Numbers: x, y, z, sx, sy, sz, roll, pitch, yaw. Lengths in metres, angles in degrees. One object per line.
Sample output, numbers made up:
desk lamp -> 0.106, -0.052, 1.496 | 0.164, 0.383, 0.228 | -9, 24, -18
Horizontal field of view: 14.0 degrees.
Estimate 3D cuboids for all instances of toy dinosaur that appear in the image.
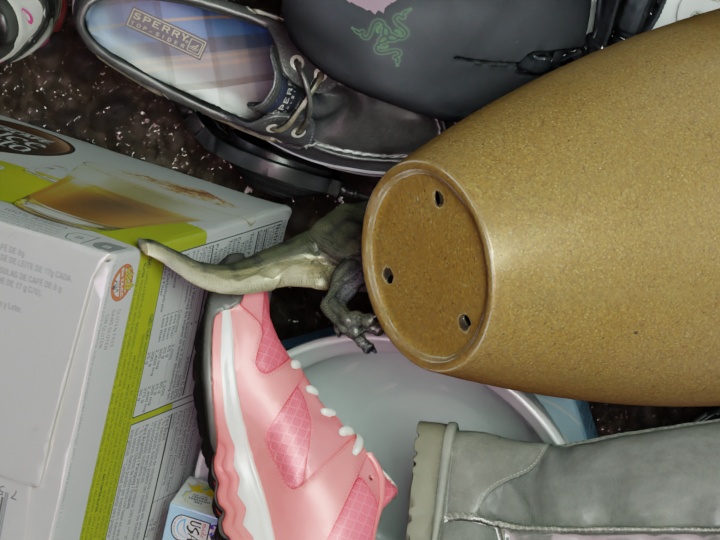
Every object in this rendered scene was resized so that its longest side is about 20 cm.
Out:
toy dinosaur -> 0.000, 0.000, 1.348 | 0.088, 0.200, 0.047 | 52, 139, 28

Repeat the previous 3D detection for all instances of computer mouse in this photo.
computer mouse -> 0.059, -0.112, 1.346 | 0.200, 0.053, 0.139 | 6, 126, -33

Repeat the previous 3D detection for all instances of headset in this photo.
headset -> -0.010, -0.081, 1.476 | 0.123, 0.094, 0.200 | -41, 80, 14

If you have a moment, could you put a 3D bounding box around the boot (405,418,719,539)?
boot -> 0.119, 0.148, 1.325 | 0.200, 0.073, 0.182 | 4, 81, 4

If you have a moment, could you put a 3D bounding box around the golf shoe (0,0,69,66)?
golf shoe -> -0.252, -0.126, 1.477 | 0.200, 0.092, 0.073 | -10, 103, 12

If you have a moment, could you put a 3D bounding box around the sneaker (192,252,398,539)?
sneaker -> -0.029, 0.089, 1.360 | 0.087, 0.074, 0.200 | -7, 82, -9

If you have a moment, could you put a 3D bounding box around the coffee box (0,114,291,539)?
coffee box -> -0.178, 0.045, 1.432 | 0.199, 0.198, 0.200 | 18, 105, 20

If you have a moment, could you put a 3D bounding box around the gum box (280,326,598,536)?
gum box -> 0.044, 0.117, 1.517 | 0.170, 0.045, 0.200 | -16, 100, 13

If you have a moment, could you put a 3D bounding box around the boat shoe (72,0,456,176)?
boat shoe -> -0.045, -0.094, 1.390 | 0.200, 0.066, 0.070 | 26, 106, -4

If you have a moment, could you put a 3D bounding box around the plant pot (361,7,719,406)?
plant pot -> 0.106, -0.014, 1.304 | 0.186, 0.200, 0.187 | 19, 115, 50

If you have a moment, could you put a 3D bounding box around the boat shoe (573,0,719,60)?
boat shoe -> 0.177, -0.108, 1.432 | 0.200, 0.067, 0.074 | 20, 105, 3

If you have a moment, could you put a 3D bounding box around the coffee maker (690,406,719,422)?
coffee maker -> 0.230, 0.120, 1.414 | 0.135, 0.192, 0.200 | 26, 109, -18

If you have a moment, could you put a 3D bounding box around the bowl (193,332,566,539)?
bowl -> 0.025, 0.110, 1.442 | 0.201, 0.090, 0.201 | 5, 111, 14

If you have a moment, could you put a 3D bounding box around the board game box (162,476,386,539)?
board game box -> -0.046, 0.213, 1.430 | 0.134, 0.034, 0.200 | 17, 113, 8
